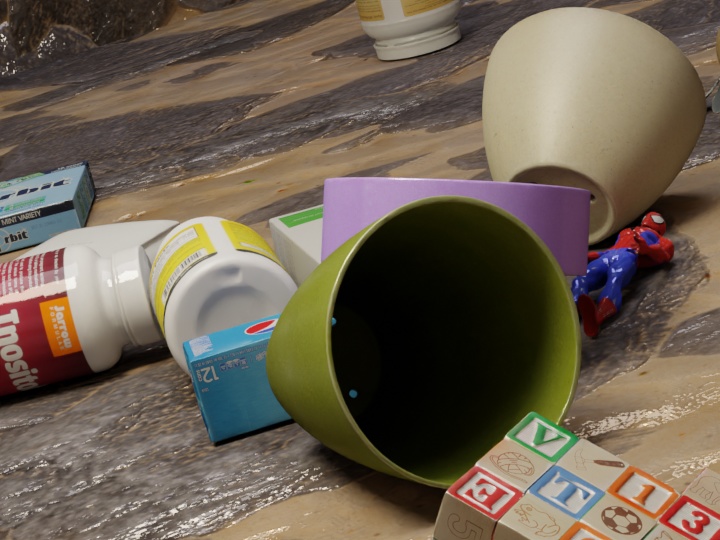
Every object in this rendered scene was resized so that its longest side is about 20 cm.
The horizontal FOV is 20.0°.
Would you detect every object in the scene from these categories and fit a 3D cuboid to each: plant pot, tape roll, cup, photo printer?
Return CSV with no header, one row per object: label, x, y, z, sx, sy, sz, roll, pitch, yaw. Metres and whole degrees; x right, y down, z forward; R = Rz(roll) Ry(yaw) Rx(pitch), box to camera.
plant pot,0.019,0.055,1.384,0.187,0.188,0.200,-23,4,-27
tape roll,0.071,-0.032,1.522,0.199,0.066,0.200,2,0,0
cup,0.189,-0.106,1.769,0.199,0.201,0.144,-5,43,29
photo printer,-0.273,0.017,1.928,0.166,0.070,0.200,-5,18,32

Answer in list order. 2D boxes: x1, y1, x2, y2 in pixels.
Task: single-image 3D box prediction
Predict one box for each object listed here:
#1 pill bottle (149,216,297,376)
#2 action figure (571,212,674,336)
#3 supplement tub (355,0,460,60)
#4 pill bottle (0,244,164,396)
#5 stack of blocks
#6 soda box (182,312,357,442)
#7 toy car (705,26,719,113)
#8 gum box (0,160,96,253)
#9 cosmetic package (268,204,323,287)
pill bottle,-0.115,0.021,1.693,0.114,0.115,0.200,-16,16,-7
action figure,0.202,-0.004,1.622,0.065,0.052,0.200,-10,14,33
supplement tub,0.059,-0.405,2.836,0.144,0.201,0.144,-13,16,4
pill bottle,-0.276,0.042,1.763,0.199,0.113,0.113,-14,16,2
stack of blocks,0.144,0.146,0.962,0.199,0.059,0.115,28,35,21
soda box,-0.030,0.064,1.550,0.199,0.068,0.064,-16,14,-6
toy car,0.427,-0.224,2.078,0.200,0.158,0.164,-42,6,-2
gum box,-0.402,-0.068,2.380,0.169,0.045,0.200,-15,17,1
cosmetic package,0.000,0.000,1.716,0.107,0.085,0.200,-16,14,-13
